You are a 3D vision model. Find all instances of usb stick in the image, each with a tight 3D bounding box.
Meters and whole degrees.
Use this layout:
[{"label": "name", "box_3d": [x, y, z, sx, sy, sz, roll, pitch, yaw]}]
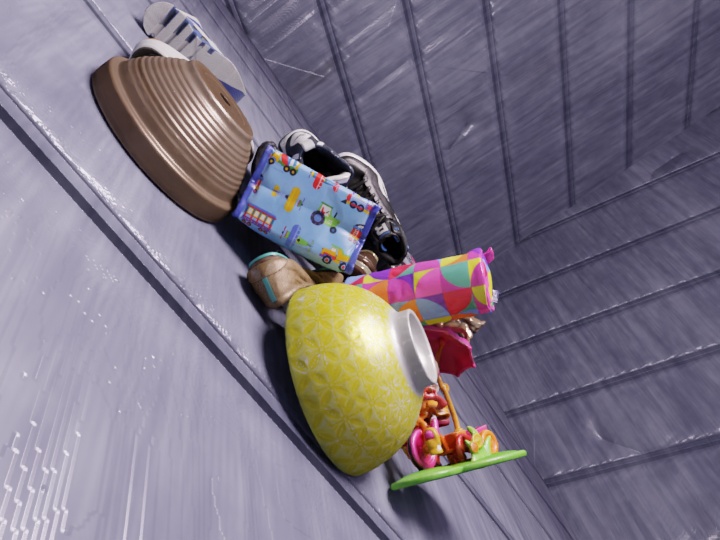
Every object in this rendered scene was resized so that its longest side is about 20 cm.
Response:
[{"label": "usb stick", "box_3d": [-0.144, -0.158, 0.838, 0.032, 0.056, 0.200, 22, 2, -13]}]

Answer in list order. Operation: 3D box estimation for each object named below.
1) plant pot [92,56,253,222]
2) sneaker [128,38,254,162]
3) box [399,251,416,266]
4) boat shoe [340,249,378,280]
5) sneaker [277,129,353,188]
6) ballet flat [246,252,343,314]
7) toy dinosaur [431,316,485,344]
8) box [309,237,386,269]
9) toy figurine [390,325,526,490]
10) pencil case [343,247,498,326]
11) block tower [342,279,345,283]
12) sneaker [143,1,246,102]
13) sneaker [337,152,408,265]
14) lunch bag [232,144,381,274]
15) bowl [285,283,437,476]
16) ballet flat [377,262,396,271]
[{"label": "plant pot", "box_3d": [-0.184, -0.161, 0.621, 0.202, 0.092, 0.201, 55, 7, -11]}, {"label": "sneaker", "box_3d": [-0.214, -0.228, 0.754, 0.200, 0.072, 0.085, 49, 15, -34]}, {"label": "box", "box_3d": [0.062, 0.024, 1.176, 0.115, 0.132, 0.200, 59, 9, 20]}, {"label": "boat shoe", "box_3d": [-0.006, -0.003, 0.892, 0.074, 0.075, 0.202, 28, -15, 0]}, {"label": "sneaker", "box_3d": [-0.047, -0.103, 0.800, 0.130, 0.079, 0.201, -143, -147, -68]}, {"label": "ballet flat", "box_3d": [-0.065, 0.030, 0.673, 0.073, 0.067, 0.200, 67, 13, 15]}, {"label": "toy dinosaur", "box_3d": [0.099, 0.068, 0.823, 0.135, 0.086, 0.201, 42, -38, 10]}, {"label": "box", "box_3d": [-0.064, -0.096, 1.014, 0.182, 0.104, 0.201, 44, 15, -52]}, {"label": "toy figurine", "box_3d": [0.092, 0.159, 0.700, 0.199, 0.150, 0.186, 8, 59, -45]}, {"label": "pencil case", "box_3d": [0.075, 0.030, 0.714, 0.088, 0.198, 0.089, -12, 90, -72]}, {"label": "block tower", "box_3d": [-0.007, 0.075, 0.857, 0.200, 0.054, 0.058, 47, 11, -45]}, {"label": "sneaker", "box_3d": [-0.273, -0.371, 0.950, 0.200, 0.080, 0.116, 49, 13, -34]}, {"label": "sneaker", "box_3d": [0.024, -0.097, 0.920, 0.201, 0.073, 0.112, 54, 9, -26]}, {"label": "lunch bag", "box_3d": [-0.077, -0.061, 0.730, 0.149, 0.095, 0.200, 27, -8, -9]}, {"label": "bowl", "box_3d": [0.016, 0.096, 0.584, 0.200, 0.107, 0.202, -22, 90, -77]}, {"label": "ballet flat", "box_3d": [0.057, 0.058, 1.051, 0.056, 0.066, 0.203, -8, 93, -39]}]
